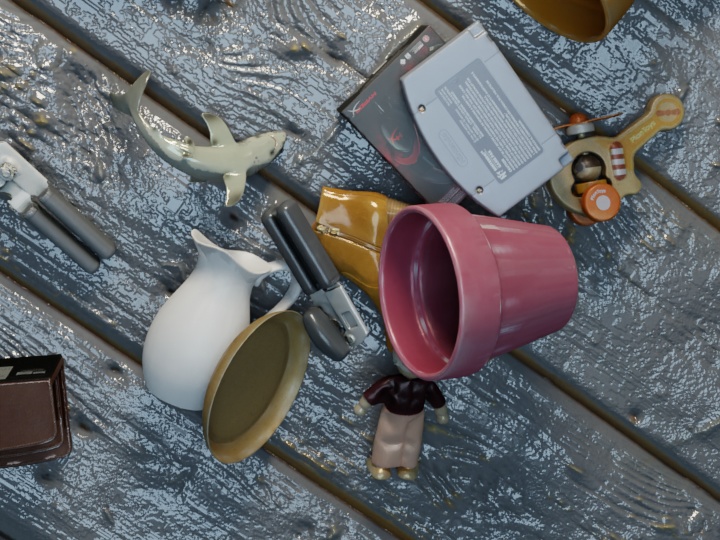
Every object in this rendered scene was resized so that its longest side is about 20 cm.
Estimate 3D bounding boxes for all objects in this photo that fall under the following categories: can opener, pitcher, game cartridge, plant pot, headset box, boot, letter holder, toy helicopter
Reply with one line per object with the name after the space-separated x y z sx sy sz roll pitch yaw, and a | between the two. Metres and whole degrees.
-0.377 -0.079 1.600 0.053 0.066 0.200 -43 110 6 | can opener
-0.165 0.067 1.620 0.171 0.121 0.200 15 103 -36 | pitcher
0.140 -0.170 1.553 0.133 0.040 0.200 -37 101 -3 | game cartridge
0.261 -0.396 1.525 0.200 0.200 0.183 44 80 -11 | plant pot
0.093 -0.172 1.604 0.149 0.075 0.200 -43 101 3 | headset box
-0.129 0.136 1.607 0.027 0.200 0.200 24 100 25 | plant pot
-0.059 0.015 1.604 0.053 0.067 0.200 -21 105 37 | can opener
0.000 0.000 1.645 0.144 0.071 0.202 8 106 5 | boot
-0.461 0.190 1.623 0.199 0.101 0.143 -4 104 -4 | letter holder
0.309 -0.155 1.638 0.200 0.079 0.132 -38 93 -7 | toy helicopter
0.141 0.018 1.539 0.179 0.200 0.201 -6 103 -27 | plant pot

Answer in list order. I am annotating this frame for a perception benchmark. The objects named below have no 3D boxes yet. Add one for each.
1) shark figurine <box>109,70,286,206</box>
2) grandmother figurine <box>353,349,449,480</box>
-0.206 -0.138 1.592 0.214 0.089 0.128 20 66 -16 | shark figurine
0.051 0.166 1.652 0.121 0.061 0.200 -1 121 -23 | grandmother figurine
